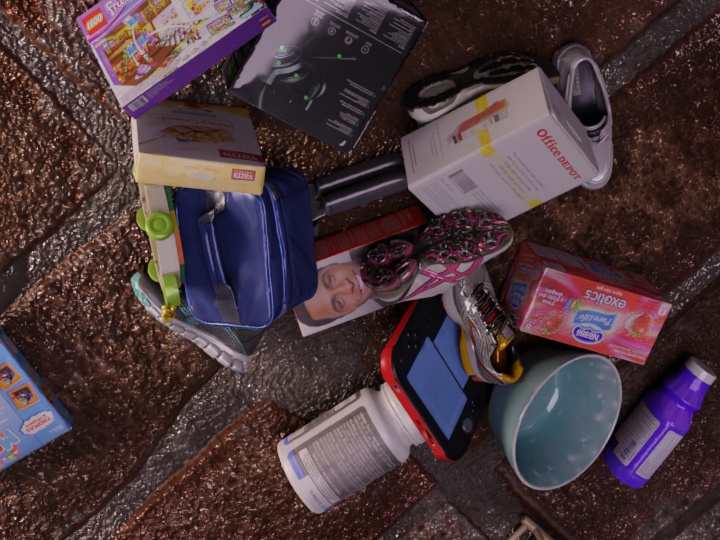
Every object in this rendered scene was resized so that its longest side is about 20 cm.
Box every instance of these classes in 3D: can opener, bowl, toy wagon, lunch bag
[{"bbox_3d":[-0.034,-0.088,1.668,0.197,0.054,0.067,-19,150,-3],"label":"can opener"},{"bbox_3d":[0.253,0.186,1.800,0.199,0.105,0.204,-17,121,-30],"label":"bowl"},{"bbox_3d":[-0.235,-0.037,1.550,0.039,0.155,0.203,-12,73,-12],"label":"toy wagon"},{"bbox_3d":[-0.140,-0.036,1.579,0.134,0.132,0.203,1,108,26],"label":"lunch bag"}]

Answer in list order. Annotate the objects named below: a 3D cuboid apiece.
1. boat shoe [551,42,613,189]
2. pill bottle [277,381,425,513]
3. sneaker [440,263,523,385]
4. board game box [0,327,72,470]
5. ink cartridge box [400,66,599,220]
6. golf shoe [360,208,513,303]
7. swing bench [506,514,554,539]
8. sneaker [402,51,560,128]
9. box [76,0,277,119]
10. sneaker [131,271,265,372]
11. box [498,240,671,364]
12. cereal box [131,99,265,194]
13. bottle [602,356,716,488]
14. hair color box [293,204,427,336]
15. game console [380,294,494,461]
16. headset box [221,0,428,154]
[{"bbox_3d":[0.285,-0.187,1.669,0.073,0.066,0.202,-21,118,-1],"label":"boat shoe"},{"bbox_3d":[-0.003,0.232,1.782,0.199,0.114,0.114,-32,118,5],"label":"pill bottle"},{"bbox_3d":[0.167,0.061,1.715,0.078,0.082,0.202,-38,122,-29],"label":"sneaker"},{"bbox_3d":[-0.489,0.163,1.690,0.150,0.037,0.201,-30,117,3],"label":"board game box"},{"bbox_3d":[0.170,-0.139,1.603,0.198,0.084,0.145,-25,141,23],"label":"ink cartridge box"},{"bbox_3d":[0.102,-0.015,1.631,0.198,0.074,0.092,-19,148,21],"label":"golf shoe"},{"bbox_3d":[0.262,0.514,1.969,0.199,0.130,0.199,-46,121,11],"label":"swing bench"},{"bbox_3d":[0.154,-0.209,1.637,0.197,0.077,0.089,-15,130,2],"label":"sneaker"},{"bbox_3d":[-0.209,-0.283,1.484,0.199,0.138,0.039,-33,157,6],"label":"box"},{"bbox_3d":[-0.203,0.046,1.685,0.199,0.077,0.092,36,89,-28],"label":"sneaker"},{"bbox_3d":[0.299,0.042,1.761,0.197,0.103,0.096,15,109,-20],"label":"box"},{"bbox_3d":[-0.190,-0.146,1.512,0.142,0.200,0.040,5,114,-15],"label":"cereal box"},{"bbox_3d":[0.431,0.215,1.883,0.065,0.084,0.201,29,106,-22],"label":"bottle"},{"bbox_3d":[0.000,0.000,1.701,0.197,0.061,0.103,-20,119,-1],"label":"hair color box"},{"bbox_3d":[0.109,0.132,1.742,0.031,0.178,0.201,-5,129,41],"label":"game console"},{"bbox_3d":[-0.048,-0.259,1.548,0.172,0.093,0.201,24,109,-22],"label":"headset box"}]
